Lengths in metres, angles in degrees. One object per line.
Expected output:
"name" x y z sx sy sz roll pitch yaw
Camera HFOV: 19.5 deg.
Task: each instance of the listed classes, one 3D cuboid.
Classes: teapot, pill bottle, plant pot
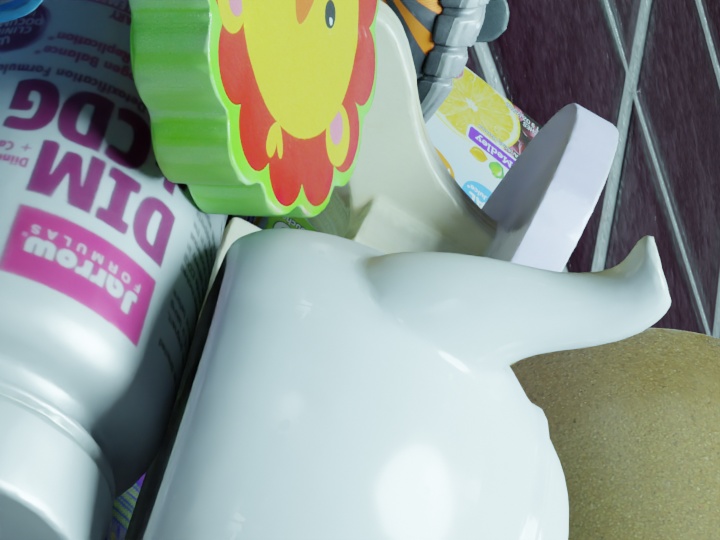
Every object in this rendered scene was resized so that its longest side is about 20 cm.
"teapot" 0.000 0.093 0.671 0.200 0.146 0.198 124 -17 -67
"pill bottle" -0.108 0.007 0.666 0.113 0.113 0.200 62 29 -43
"plant pot" 0.115 0.153 0.781 0.200 0.186 0.187 -98 170 -59

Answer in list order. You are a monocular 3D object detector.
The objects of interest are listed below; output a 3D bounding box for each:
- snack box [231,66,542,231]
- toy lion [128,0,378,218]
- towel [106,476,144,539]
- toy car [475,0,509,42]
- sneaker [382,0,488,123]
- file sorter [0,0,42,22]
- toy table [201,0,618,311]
"snack box" 0.018 -0.028 0.998 0.142 0.053 0.200 36 41 -16
"toy lion" -0.034 -0.121 0.657 0.200 0.069 0.192 58 40 -55
"towel" -0.087 0.127 0.810 0.200 0.023 0.144 52 38 -52
"toy car" -0.002 -0.194 0.941 0.158 0.164 0.200 -46 131 -63
"sneaker" 0.005 -0.155 0.869 0.078 0.112 0.200 -88 -167 -58
"file sorter" -0.142 -0.178 0.625 0.139 0.123 0.200 62 30 -42
"toy table" 0.000 0.000 0.821 0.200 0.117 0.184 -59 -173 12
